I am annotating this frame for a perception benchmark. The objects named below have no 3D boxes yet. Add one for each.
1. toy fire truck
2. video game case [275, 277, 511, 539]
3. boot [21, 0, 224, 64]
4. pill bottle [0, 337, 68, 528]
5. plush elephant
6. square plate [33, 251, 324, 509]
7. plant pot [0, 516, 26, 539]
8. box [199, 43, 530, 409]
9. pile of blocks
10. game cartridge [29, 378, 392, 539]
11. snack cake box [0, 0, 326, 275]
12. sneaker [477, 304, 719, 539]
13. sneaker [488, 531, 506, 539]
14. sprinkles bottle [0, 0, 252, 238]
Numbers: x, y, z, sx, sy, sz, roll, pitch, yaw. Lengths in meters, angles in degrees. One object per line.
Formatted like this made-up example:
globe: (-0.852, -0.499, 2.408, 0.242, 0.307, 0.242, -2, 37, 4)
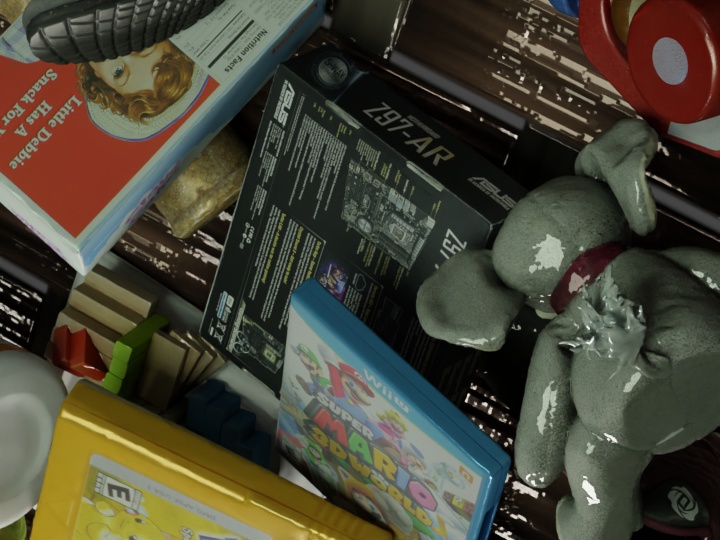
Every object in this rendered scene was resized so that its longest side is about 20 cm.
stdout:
toy fire truck: (0.158, -0.165, 1.387, 0.168, 0.112, 0.200, 27, 126, 47)
video game case: (0.013, 0.098, 1.486, 0.143, 0.018, 0.200, 42, 157, 16)
boot: (-0.109, -0.198, 1.461, 0.132, 0.200, 0.070, 60, 161, 13)
pill bottle: (-0.275, 0.072, 1.649, 0.200, 0.112, 0.112, 22, 121, 38)
plush elephant: (0.124, 0.021, 1.403, 0.165, 0.200, 0.155, -32, 50, 4)
square plate: (-0.119, 0.113, 1.688, 0.200, 0.028, 0.198, 33, 122, 13)
plant pot: (-0.303, 0.215, 1.751, 0.200, 0.200, 0.190, 34, 111, 11)
box: (0.000, 0.000, 1.534, 0.160, 0.044, 0.200, 37, 131, 24)
pile of blocks: (-0.111, 0.088, 1.619, 0.200, 0.062, 0.082, 49, 125, 1)
game cartridge: (-0.093, 0.165, 1.599, 0.200, 0.032, 0.176, 27, 138, 8)
snack cake box: (-0.125, -0.110, 1.503, 0.115, 0.067, 0.200, 42, 80, 6)
sneaker: (0.126, 0.095, 1.495, 0.200, 0.116, 0.076, 36, 123, 10)
sneaker: (0.068, 0.250, 1.617, 0.114, 0.076, 0.200, 31, 117, 21)
sprinkles bottle: (-0.138, -0.114, 1.578, 0.068, 0.068, 0.200, -38, 91, 34)
